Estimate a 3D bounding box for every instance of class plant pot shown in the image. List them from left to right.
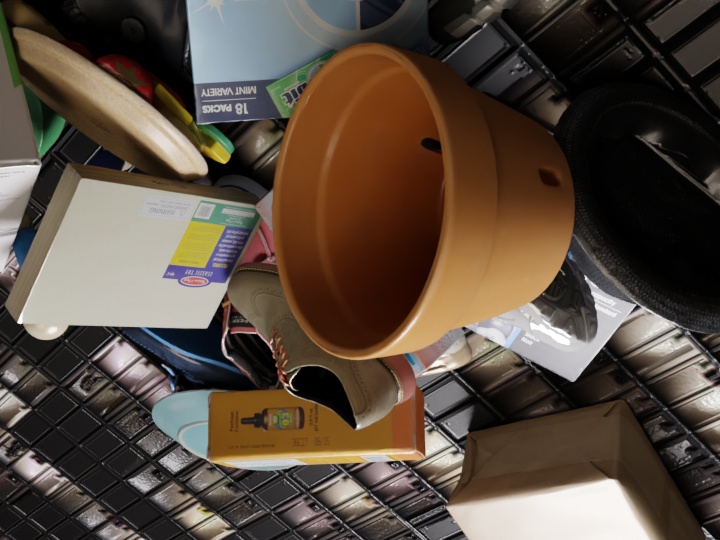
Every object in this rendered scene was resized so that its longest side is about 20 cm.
[{"bbox_3d":[0.048,-0.042,0.698,0.139,0.201,0.200,2,143,-36],"label":"plant pot"}]

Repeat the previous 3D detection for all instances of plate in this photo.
[{"bbox_3d":[-0.125,0.177,1.095,0.198,0.026,0.201,5,150,3],"label":"plate"}]

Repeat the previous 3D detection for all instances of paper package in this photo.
[{"bbox_3d":[0.214,0.247,1.018,0.190,0.104,0.201,-19,119,32],"label":"paper package"}]

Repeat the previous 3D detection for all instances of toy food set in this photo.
[{"bbox_3d":[-0.204,-0.139,0.850,0.199,0.049,0.198,22,164,40],"label":"toy food set"}]

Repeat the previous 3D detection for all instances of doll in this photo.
[{"bbox_3d":[-0.235,-0.026,0.908,0.136,0.201,0.049,23,147,1],"label":"doll"}]

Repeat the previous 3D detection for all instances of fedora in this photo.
[{"bbox_3d":[0.208,-0.036,0.765,0.200,0.201,0.092,34,150,-7],"label":"fedora"}]

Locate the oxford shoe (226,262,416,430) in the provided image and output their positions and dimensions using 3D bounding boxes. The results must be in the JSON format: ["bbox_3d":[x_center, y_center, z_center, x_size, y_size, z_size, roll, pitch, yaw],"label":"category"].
[{"bbox_3d":[-0.050,0.059,0.862,0.199,0.075,0.071,30,138,30],"label":"oxford shoe"}]

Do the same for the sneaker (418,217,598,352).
[{"bbox_3d":[0.100,0.006,0.844,0.199,0.078,0.100,36,138,6],"label":"sneaker"}]

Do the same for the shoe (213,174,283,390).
[{"bbox_3d":[-0.098,0.016,0.962,0.071,0.091,0.201,-4,125,24],"label":"shoe"}]

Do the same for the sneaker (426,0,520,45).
[{"bbox_3d":[0.099,-0.252,0.697,0.200,0.075,0.116,-36,104,27],"label":"sneaker"}]

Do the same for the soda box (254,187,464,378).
[{"bbox_3d":[0.000,0.000,0.887,0.063,0.068,0.201,-33,92,45],"label":"soda box"}]

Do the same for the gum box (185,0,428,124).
[{"bbox_3d":[-0.039,-0.209,0.718,0.168,0.045,0.202,-5,111,-7],"label":"gum box"}]

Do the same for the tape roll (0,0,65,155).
[{"bbox_3d":[-0.368,-0.175,0.946,0.199,0.048,0.202,11,129,13],"label":"tape roll"}]

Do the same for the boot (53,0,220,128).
[{"bbox_3d":[-0.140,-0.214,0.806,0.168,0.077,0.200,36,137,-14],"label":"boot"}]

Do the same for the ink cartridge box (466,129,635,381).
[{"bbox_3d":[0.145,-0.018,0.875,0.197,0.043,0.201,27,131,1],"label":"ink cartridge box"}]

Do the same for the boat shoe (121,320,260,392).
[{"bbox_3d":[-0.158,0.100,1.057,0.199,0.084,0.069,30,122,0],"label":"boat shoe"}]

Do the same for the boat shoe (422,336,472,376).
[{"bbox_3d":[0.011,0.092,0.994,0.199,0.071,0.065,-19,118,30],"label":"boat shoe"}]

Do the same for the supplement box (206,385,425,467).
[{"bbox_3d":[-0.041,0.146,0.966,0.198,0.067,0.069,-3,164,10],"label":"supplement box"}]

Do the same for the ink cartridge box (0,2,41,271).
[{"bbox_3d":[-0.329,-0.097,0.832,0.200,0.083,0.147,-43,61,54],"label":"ink cartridge box"}]

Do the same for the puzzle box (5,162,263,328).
[{"bbox_3d":[-0.178,-0.013,0.852,0.025,0.199,0.134,41,111,33],"label":"puzzle box"}]
